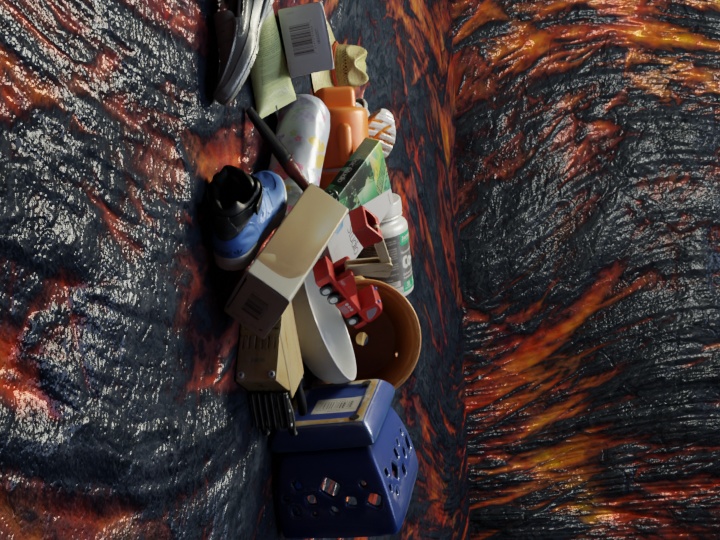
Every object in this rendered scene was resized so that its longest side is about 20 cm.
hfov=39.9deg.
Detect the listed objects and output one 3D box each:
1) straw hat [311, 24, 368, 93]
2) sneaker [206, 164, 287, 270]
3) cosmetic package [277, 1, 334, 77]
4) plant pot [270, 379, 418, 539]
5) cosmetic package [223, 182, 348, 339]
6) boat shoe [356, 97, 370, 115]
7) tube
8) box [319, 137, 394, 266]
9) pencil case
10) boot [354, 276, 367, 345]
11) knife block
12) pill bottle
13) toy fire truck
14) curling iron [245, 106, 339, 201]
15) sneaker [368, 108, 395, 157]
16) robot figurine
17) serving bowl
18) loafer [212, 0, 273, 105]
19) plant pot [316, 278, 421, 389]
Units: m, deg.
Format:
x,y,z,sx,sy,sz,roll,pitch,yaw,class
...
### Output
x,y,z,sx,sy,sz,roll,pitch,yaw,class
-0.027,-0.380,1.849,0.201,0.083,0.206,-1,90,-76,straw hat
-0.150,-0.103,1.333,0.201,0.075,0.113,-65,160,-48,sneaker
-0.082,-0.358,1.541,0.200,0.072,0.104,-93,173,-76,cosmetic package
-0.028,0.288,1.566,0.200,0.196,0.184,-56,137,-65,plant pot
-0.100,-0.016,1.361,0.106,0.070,0.201,-52,-175,46,cosmetic package
-0.013,-0.295,1.932,0.200,0.070,0.070,-56,135,-65,boat shoe
-0.143,-0.325,1.449,0.052,0.057,0.203,-91,171,-55,tube
-0.014,-0.101,1.647,0.201,0.036,0.146,-57,148,-31,box
-0.101,-0.173,1.522,0.083,0.089,0.204,54,36,-51,pencil case
-0.008,0.052,1.913,0.146,0.069,0.204,-85,178,-50,boot
-0.122,0.136,1.455,0.176,0.062,0.205,55,35,-67,knife block
0.047,-0.050,2.058,0.113,0.110,0.204,-61,147,-63,pill bottle
0.000,0.000,1.593,0.200,0.139,0.049,50,18,-42,toy fire truck
-0.098,-0.158,1.434,0.201,0.050,0.025,51,49,5,curling iron
-0.004,-0.214,1.827,0.202,0.077,0.078,-59,-145,23,sneaker
-0.040,-0.214,1.720,0.115,0.142,0.205,-10,100,-48,robot figurine
-0.075,0.093,1.589,0.200,0.065,0.204,-24,91,-81,serving bowl
-0.169,-0.319,1.327,0.070,0.069,0.204,-23,-130,62,loafer
0.004,0.122,1.752,0.140,0.195,0.205,113,-23,-85,plant pot
